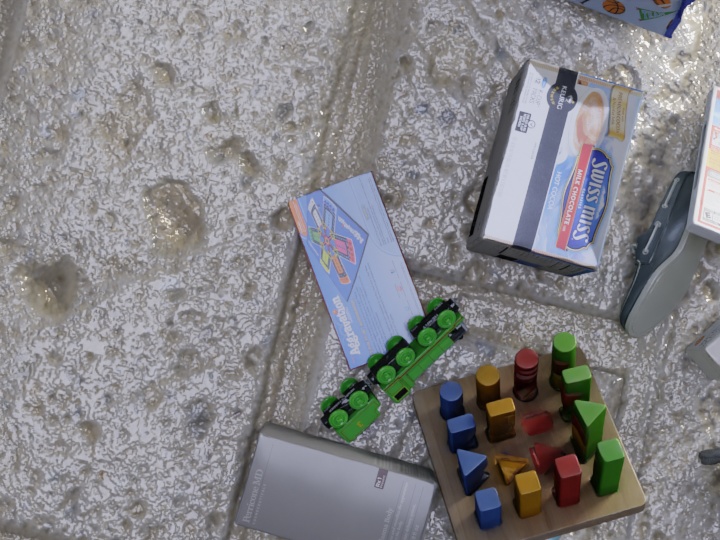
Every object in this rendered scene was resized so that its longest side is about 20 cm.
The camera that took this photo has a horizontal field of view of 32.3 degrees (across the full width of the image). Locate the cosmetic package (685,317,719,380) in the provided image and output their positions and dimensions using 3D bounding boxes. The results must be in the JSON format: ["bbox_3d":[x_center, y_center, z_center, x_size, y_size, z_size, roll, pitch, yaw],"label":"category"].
[{"bbox_3d":[0.454,0.038,1.369,0.200,0.083,0.051,-41,85,-4],"label":"cosmetic package"}]

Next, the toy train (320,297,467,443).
[{"bbox_3d":[0.039,0.110,1.363,0.200,0.042,0.056,-42,123,2],"label":"toy train"}]

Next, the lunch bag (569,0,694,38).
[{"bbox_3d":[0.310,-0.390,1.378,0.169,0.124,0.201,22,72,0],"label":"lunch bag"}]

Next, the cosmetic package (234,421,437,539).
[{"bbox_3d":[-0.027,0.242,1.340,0.199,0.090,0.108,14,92,-2],"label":"cosmetic package"}]

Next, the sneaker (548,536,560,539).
[{"bbox_3d":[0.179,0.223,1.352,0.130,0.080,0.200,39,85,0],"label":"sneaker"}]

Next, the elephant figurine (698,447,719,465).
[{"bbox_3d":[0.491,0.264,1.338,0.200,0.156,0.141,36,123,-24],"label":"elephant figurine"}]

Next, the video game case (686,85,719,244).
[{"bbox_3d":[0.435,-0.100,1.359,0.142,0.017,0.201,21,58,-4],"label":"video game case"}]

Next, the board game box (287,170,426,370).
[{"bbox_3d":[0.000,0.000,1.392,0.102,0.019,0.201,-20,87,-4],"label":"board game box"}]

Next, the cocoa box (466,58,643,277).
[{"bbox_3d":[0.207,-0.106,1.346,0.130,0.133,0.201,16,86,-1],"label":"cocoa box"}]

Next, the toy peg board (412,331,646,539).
[{"bbox_3d":[0.172,0.168,1.296,0.198,0.098,0.201,-15,54,-4],"label":"toy peg board"}]

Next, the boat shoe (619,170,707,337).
[{"bbox_3d":[0.339,-0.021,1.391,0.062,0.073,0.201,31,93,42],"label":"boat shoe"}]
